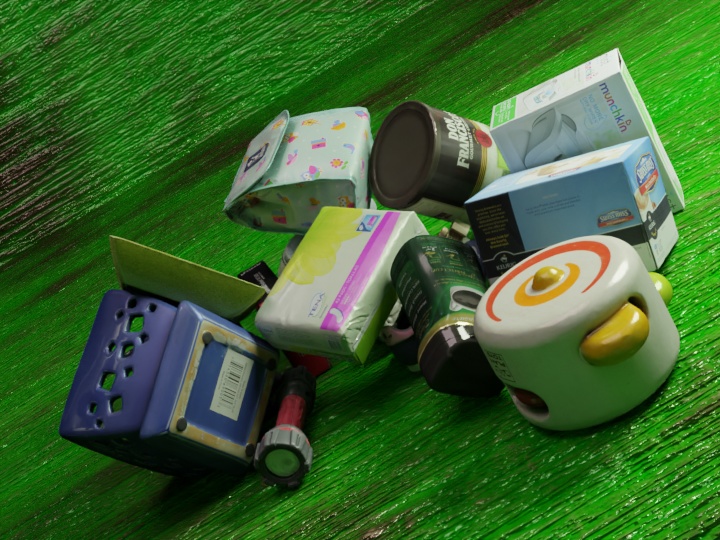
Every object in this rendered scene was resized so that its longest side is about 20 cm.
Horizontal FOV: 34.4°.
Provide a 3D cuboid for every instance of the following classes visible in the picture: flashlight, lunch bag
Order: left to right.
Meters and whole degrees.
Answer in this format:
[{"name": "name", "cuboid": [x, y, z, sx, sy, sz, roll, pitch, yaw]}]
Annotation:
[{"name": "flashlight", "cuboid": [-0.084, 0.182, 1.408, 0.068, 0.068, 0.200, -27, 21, 15]}, {"name": "lunch bag", "cuboid": [-0.084, -0.136, 1.628, 0.199, 0.122, 0.171, -2, 43, 14]}]

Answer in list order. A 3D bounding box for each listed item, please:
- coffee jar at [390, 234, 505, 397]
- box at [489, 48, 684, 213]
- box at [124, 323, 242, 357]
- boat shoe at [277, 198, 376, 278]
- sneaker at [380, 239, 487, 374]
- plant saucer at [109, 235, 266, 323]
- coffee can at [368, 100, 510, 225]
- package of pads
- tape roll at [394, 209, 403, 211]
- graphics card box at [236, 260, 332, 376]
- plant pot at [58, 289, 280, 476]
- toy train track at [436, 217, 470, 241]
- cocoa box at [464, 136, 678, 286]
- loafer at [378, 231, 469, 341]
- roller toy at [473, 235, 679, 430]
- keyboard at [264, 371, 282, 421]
[{"name": "coffee jar", "cuboid": [0.104, 0.053, 1.314, 0.200, 0.104, 0.086, -106, 35, -49]}, {"name": "box", "cuboid": [0.284, -0.144, 1.459, 0.176, 0.200, 0.097, -22, 22, 20]}, {"name": "box", "cuboid": [-0.262, 0.130, 1.781, 0.141, 0.079, 0.200, -42, 22, -20]}, {"name": "boat shoe", "cuboid": [-0.053, -0.039, 1.685, 0.202, 0.075, 0.086, -47, -4, -42]}, {"name": "sneaker", "cuboid": [0.095, 0.026, 1.442, 0.070, 0.082, 0.200, -12, 41, 53]}, {"name": "plant saucer", "cuboid": [-0.229, 0.026, 1.483, 0.200, 0.199, 0.048, 137, 152, -77]}, {"name": "coffee can", "cuboid": [0.132, -0.137, 1.599, 0.146, 0.199, 0.147, -21, 63, 50]}, {"name": "package of pads", "cuboid": [-0.025, 0.012, 1.433, 0.154, 0.068, 0.200, 6, 55, 39]}, {"name": "tape roll", "cuboid": [0.000, 0.000, 1.622, 0.202, 0.071, 0.202, -39, 0, 0]}, {"name": "graphics card box", "cuboid": [-0.109, 0.067, 1.634, 0.051, 0.126, 0.200, -31, 20, -6]}, {"name": "plant pot", "cuboid": [-0.221, 0.145, 1.437, 0.179, 0.200, 0.201, -2, 66, 42]}, {"name": "toy train track", "cuboid": [0.099, 0.012, 1.514, 0.200, 0.114, 0.033, -63, 5, -27]}, {"name": "cocoa box", "cuboid": [0.246, -0.058, 1.350, 0.199, 0.132, 0.133, -14, 11, 30]}, {"name": "loafer", "cuboid": [0.079, 0.027, 1.560, 0.200, 0.070, 0.070, -42, -4, -28]}, {"name": "roller toy", "cuboid": [0.212, 0.057, 1.167, 0.182, 0.140, 0.200, -21, 22, 27]}, {"name": "keyboard", "cuboid": [-0.165, 0.176, 1.610, 0.127, 0.021, 0.200, -37, 19, -16]}]
